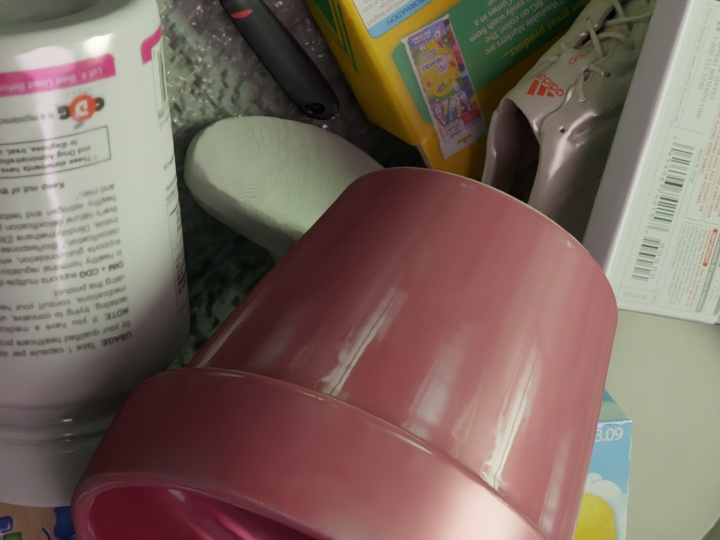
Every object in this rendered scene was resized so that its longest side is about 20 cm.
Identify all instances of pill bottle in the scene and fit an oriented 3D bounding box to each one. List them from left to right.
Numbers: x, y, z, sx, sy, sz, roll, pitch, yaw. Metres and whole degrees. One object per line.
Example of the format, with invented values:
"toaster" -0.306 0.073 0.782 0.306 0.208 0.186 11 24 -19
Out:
"pill bottle" -0.130 -0.013 1.006 0.113 0.113 0.201 -13 112 -23

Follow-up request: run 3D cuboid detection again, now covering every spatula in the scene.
"spatula" -0.061 -0.133 1.046 0.200 0.056 0.021 57 34 -37

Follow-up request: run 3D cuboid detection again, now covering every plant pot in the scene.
"plant pot" 0.012 0.067 0.974 0.200 0.199 0.180 46 58 -32

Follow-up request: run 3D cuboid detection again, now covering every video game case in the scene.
"video game case" 0.182 -0.072 1.056 0.181 0.023 0.201 9 100 -43

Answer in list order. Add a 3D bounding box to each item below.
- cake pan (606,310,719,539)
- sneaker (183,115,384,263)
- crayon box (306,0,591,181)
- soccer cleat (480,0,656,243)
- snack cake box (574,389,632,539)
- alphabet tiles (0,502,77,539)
"cake pan" 0.139 0.091 1.230 0.199 0.037 0.201 -9 111 -25
"sneaker" 0.000 0.000 1.113 0.199 0.076 0.089 22 134 -21
"crayon box" 0.035 -0.148 1.075 0.126 0.052 0.201 -36 119 -13
"soccer cleat" 0.104 -0.081 1.056 0.077 0.069 0.201 21 98 -30
"snack cake box" 0.020 0.115 1.129 0.199 0.067 0.116 -4 111 -14
"alphabet tiles" -0.135 0.128 1.117 0.166 0.008 0.201 -10 111 -24
